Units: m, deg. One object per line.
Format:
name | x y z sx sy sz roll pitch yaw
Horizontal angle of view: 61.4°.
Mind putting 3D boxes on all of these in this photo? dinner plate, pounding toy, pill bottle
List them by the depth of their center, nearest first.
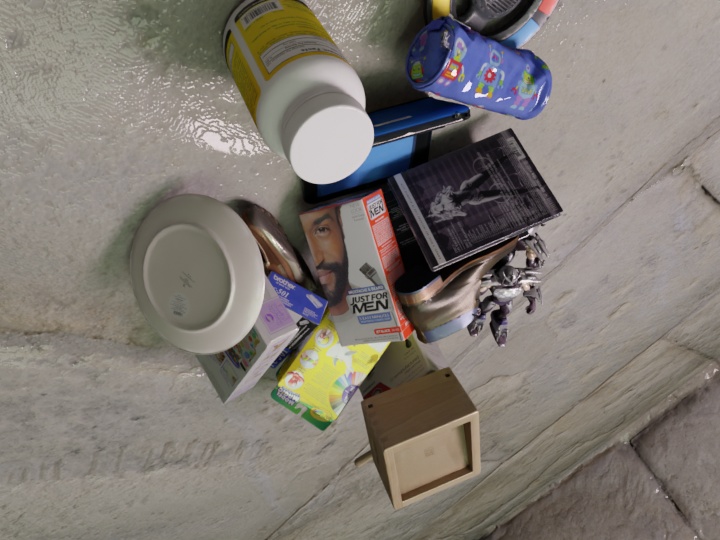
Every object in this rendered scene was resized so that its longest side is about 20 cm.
pill bottle | -0.063 -0.183 0.610 0.111 0.201 0.113 -17 143 -14
dinner plate | -0.210 0.007 0.751 0.200 0.201 0.024 -45 172 21
pounding toy | 0.081 0.275 0.984 0.181 0.143 0.202 -19 128 -10

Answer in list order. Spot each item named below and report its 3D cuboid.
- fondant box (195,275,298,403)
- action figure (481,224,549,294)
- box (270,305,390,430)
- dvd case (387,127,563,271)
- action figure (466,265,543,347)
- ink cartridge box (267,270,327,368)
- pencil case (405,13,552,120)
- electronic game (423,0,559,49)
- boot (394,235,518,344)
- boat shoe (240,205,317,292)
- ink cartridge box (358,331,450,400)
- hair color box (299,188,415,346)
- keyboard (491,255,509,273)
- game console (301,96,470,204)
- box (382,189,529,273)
fondant box | -0.176 0.077 0.840 0.058 0.145 0.200 -24 163 -38
action figure | 0.247 -0.040 1.037 0.069 0.131 0.200 -16 159 -35
box | -0.044 0.139 0.947 0.117 0.048 0.201 36 88 -17
dvd case | 0.155 -0.101 0.835 0.197 0.150 0.016 -23 158 -7
action figure | 0.233 0.053 1.010 0.128 0.070 0.201 6 148 1
ink cartridge box | -0.131 0.080 0.915 0.093 0.045 0.200 29 145 -12
pencil case | 0.146 -0.242 0.732 0.197 0.078 0.088 4 113 -36
electronic game | 0.164 -0.336 0.715 0.197 0.042 0.202 -18 141 -15
boot | 0.142 0.019 0.847 0.198 0.075 0.098 -27 120 -14
boat shoe | -0.127 -0.013 0.874 0.071 0.076 0.201 -27 142 2
ink cartridge box | 0.055 0.148 1.075 0.147 0.201 0.082 -44 138 19
hair color box | 0.000 0.000 0.852 0.109 0.203 0.064 -10 -167 33
keyboard | 0.132 -0.024 0.999 0.198 0.021 0.127 25 136 -15
game console | 0.027 -0.144 0.792 0.197 0.171 0.120 -19 116 -14
box | 0.128 -0.076 0.902 0.197 0.143 0.079 -23 -179 -7
